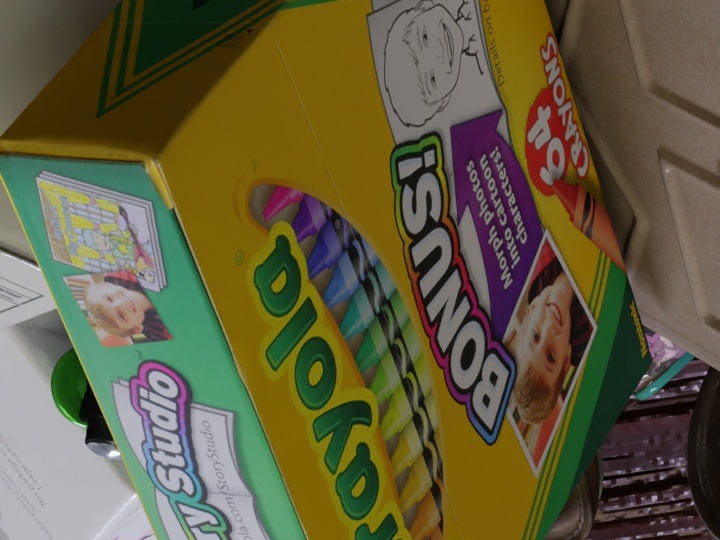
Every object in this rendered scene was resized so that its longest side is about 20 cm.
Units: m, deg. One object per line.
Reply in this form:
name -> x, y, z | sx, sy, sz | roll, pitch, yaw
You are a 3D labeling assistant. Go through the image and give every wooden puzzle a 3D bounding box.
wooden puzzle -> 0.089, -0.053, 0.830 | 0.046, 0.200, 0.186 | -37, 129, -23

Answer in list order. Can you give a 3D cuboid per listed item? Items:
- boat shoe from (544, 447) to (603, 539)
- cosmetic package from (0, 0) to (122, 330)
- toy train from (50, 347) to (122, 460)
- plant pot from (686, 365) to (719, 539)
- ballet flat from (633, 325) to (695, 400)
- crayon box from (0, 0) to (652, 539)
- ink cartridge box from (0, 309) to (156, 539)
boat shoe -> 0.024, 0.039, 0.969 | 0.074, 0.067, 0.200 | -24, 130, 17
cosmetic package -> -0.141, -0.034, 0.818 | 0.103, 0.088, 0.200 | 27, 158, -25
toy train -> -0.040, -0.041, 0.818 | 0.056, 0.201, 0.042 | 19, 161, -30
plant pot -> 0.199, 0.079, 0.919 | 0.199, 0.188, 0.187 | 29, 125, -35
ballet flat -> 0.131, -0.035, 0.917 | 0.200, 0.069, 0.071 | -38, 105, 28
crayon box -> 0.000, 0.000, 0.785 | 0.058, 0.173, 0.201 | 2, 129, 31
ink cartridge box -> -0.086, 0.059, 0.915 | 0.068, 0.116, 0.200 | 51, 141, 6
